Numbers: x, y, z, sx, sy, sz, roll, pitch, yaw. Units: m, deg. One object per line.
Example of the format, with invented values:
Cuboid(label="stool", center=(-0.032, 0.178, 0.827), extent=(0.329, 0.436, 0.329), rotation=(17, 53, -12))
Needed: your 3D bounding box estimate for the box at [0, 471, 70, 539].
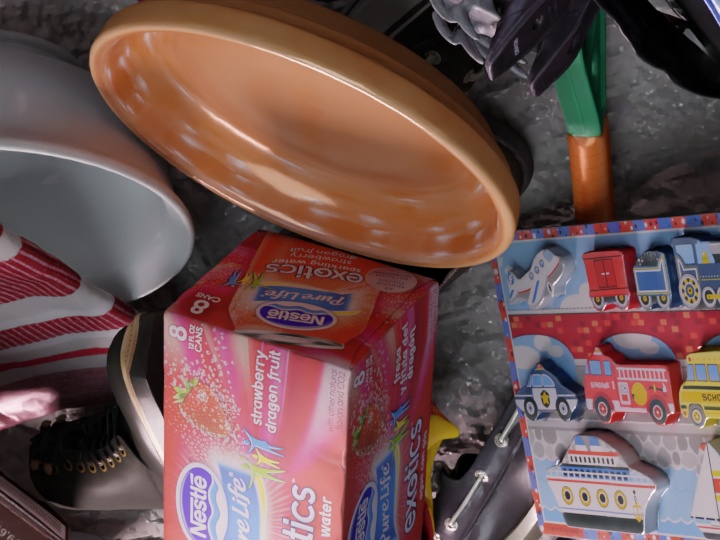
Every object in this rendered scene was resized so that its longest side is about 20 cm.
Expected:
Cuboid(label="box", center=(-0.265, 0.165, 1.141), extent=(0.164, 0.166, 0.201), rotation=(37, 83, -5))

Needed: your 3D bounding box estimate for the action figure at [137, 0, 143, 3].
Cuboid(label="action figure", center=(-0.053, -0.202, 1.003), extent=(0.065, 0.052, 0.200), rotation=(20, 121, -45))

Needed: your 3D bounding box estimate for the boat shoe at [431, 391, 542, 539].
Cuboid(label="boat shoe", center=(0.071, 0.113, 1.185), extent=(0.063, 0.072, 0.200), rotation=(47, 125, 13))

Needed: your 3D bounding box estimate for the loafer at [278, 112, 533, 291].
Cuboid(label="loafer", center=(0.000, 0.000, 1.116), extent=(0.073, 0.071, 0.200), rotation=(38, 124, -11))

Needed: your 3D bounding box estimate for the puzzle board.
Cuboid(label="puzzle board", center=(0.126, 0.053, 1.037), extent=(0.199, 0.017, 0.152), rotation=(-4, 97, 59))

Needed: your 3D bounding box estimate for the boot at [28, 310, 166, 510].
Cuboid(label="boot", center=(-0.127, 0.085, 1.171), extent=(0.137, 0.078, 0.200), rotation=(2, 148, 19))

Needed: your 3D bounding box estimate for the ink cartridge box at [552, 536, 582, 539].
Cuboid(label="ink cartridge box", center=(0.207, 0.165, 1.185), extent=(0.199, 0.044, 0.199), rotation=(30, 125, -6))

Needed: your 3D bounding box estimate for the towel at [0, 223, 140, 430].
Cuboid(label="towel", center=(-0.185, 0.032, 1.153), extent=(0.143, 0.023, 0.200), rotation=(-13, 153, 23))

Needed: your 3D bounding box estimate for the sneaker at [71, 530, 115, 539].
Cuboid(label="sneaker", center=(-0.221, 0.145, 1.269), extent=(0.198, 0.075, 0.116), rotation=(-2, 125, 21))

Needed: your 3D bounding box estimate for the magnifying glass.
Cuboid(label="magnifying glass", center=(0.101, -0.084, 1.040), extent=(0.022, 0.080, 0.201), rotation=(1, 133, 15))

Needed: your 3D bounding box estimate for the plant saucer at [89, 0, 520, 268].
Cuboid(label="plant saucer", center=(-0.020, -0.065, 0.987), extent=(0.199, 0.038, 0.200), rotation=(21, 162, 7))

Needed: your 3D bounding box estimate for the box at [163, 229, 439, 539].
Cuboid(label="box", center=(-0.030, 0.096, 1.080), extent=(0.099, 0.095, 0.202), rotation=(17, 122, 22))

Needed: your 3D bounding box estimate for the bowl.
Cuboid(label="bowl", center=(-0.179, -0.053, 1.097), extent=(0.199, 0.091, 0.201), rotation=(-1, 155, 0))

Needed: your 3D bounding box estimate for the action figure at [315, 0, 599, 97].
Cuboid(label="action figure", center=(0.001, -0.147, 0.923), extent=(0.199, 0.130, 0.070), rotation=(36, 85, 21))

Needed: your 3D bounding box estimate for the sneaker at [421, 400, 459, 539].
Cuboid(label="sneaker", center=(-0.004, 0.141, 1.181), extent=(0.077, 0.073, 0.201), rotation=(42, 136, 27))

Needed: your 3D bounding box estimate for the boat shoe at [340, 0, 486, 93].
Cuboid(label="boat shoe", center=(0.030, -0.112, 1.041), extent=(0.064, 0.071, 0.200), rotation=(38, 132, -10))

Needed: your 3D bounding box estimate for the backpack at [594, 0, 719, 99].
Cuboid(label="backpack", center=(0.148, -0.169, 0.908), extent=(0.153, 0.201, 0.191), rotation=(-24, 117, 13))
